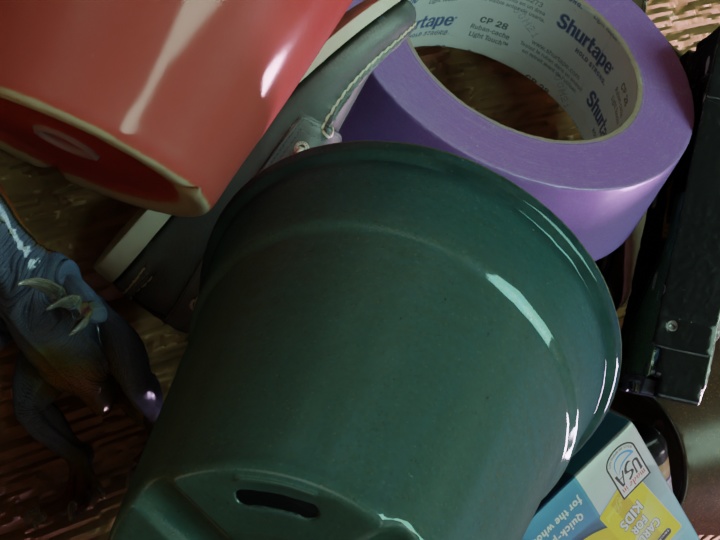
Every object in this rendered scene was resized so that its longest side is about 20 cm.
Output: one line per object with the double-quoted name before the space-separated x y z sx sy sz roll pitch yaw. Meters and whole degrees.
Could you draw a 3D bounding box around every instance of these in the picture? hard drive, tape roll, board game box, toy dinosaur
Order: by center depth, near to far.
"toy dinosaur" -0.154 0.024 0.999 0.200 0.105 0.182 -68 137 -77
"tape roll" 0.074 -0.095 1.164 0.200 0.066 0.200 14 45 -15
"board game box" 0.123 0.194 1.177 0.151 0.047 0.200 -42 120 -15
"hard drive" 0.183 -0.027 1.212 0.140 0.038 0.201 104 -1 -88

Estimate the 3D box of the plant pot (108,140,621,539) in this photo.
"plant pot" -0.006 0.080 0.932 0.201 0.200 0.196 64 30 -27

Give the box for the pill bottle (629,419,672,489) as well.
"pill bottle" 0.136 0.195 1.288 0.112 0.112 0.201 -16 101 -50

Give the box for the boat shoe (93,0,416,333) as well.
"boat shoe" -0.038 -0.053 1.048 0.200 0.073 0.062 -45 98 3

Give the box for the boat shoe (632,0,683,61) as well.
"boat shoe" 0.138 -0.158 1.297 0.200 0.072 0.072 46 14 -22

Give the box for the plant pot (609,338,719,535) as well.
"plant pot" 0.237 0.092 1.384 0.200 0.187 0.187 -15 100 -38

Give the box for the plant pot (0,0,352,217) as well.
"plant pot" -0.097 -0.132 0.967 0.200 0.200 0.178 32 76 -45

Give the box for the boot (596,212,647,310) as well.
"boot" 0.134 -0.024 1.275 0.146 0.070 0.200 83 23 -62
